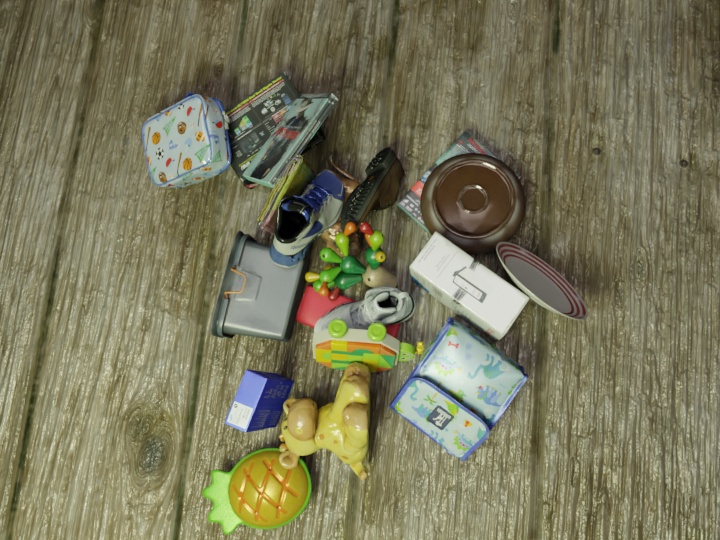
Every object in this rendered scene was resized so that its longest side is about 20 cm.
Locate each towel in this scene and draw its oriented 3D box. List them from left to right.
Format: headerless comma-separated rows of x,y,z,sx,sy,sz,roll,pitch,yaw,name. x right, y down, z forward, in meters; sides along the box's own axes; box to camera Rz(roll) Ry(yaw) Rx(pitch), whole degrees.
-0.130,-0.132,1.191,0.023,0.200,0.144,28,90,8,towel

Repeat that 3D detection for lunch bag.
-0.342,-0.257,1.270,0.199,0.075,0.161,-14,85,32,lunch bag
0.171,0.213,1.144,0.170,0.127,0.200,35,98,7,lunch bag

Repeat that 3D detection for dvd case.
-0.134,-0.246,1.199,0.022,0.146,0.200,39,83,-31,dvd case
0.191,-0.154,1.251,0.146,0.022,0.200,42,87,12,dvd case

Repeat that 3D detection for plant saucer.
0.212,-0.132,1.210,0.199,0.032,0.201,-1,79,5,plant saucer

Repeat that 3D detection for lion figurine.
-0.037,-0.124,1.254,0.122,0.072,0.201,17,77,2,lion figurine

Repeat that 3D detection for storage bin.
-0.183,0.040,1.203,0.134,0.146,0.201,12,80,5,storage bin

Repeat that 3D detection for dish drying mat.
-0.023,0.095,1.237,0.199,0.018,0.077,19,81,9,dish drying mat

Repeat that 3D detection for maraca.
-0.185,0.396,1.150,0.199,0.107,0.138,-17,75,3,maraca

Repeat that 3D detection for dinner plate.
0.316,0.022,1.136,0.200,0.200,0.024,41,115,12,dinner plate

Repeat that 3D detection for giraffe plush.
-0.065,0.271,1.137,0.161,0.173,0.201,1,112,2,giraffe plush

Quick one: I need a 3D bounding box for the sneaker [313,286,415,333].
0.003,0.079,1.168,0.199,0.115,0.075,-19,77,2,sneaker

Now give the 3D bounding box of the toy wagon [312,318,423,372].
0.014,0.142,1.151,0.199,0.155,0.040,5,60,1,toy wagon

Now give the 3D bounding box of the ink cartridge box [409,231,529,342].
0.192,0.033,1.158,0.200,0.146,0.084,36,85,11,ink cartridge box

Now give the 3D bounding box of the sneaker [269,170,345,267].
-0.092,-0.105,1.148,0.080,0.115,0.200,30,67,7,sneaker

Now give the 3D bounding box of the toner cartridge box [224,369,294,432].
-0.174,0.230,1.134,0.043,0.200,0.095,21,82,11,toner cartridge box

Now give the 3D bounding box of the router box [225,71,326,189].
-0.191,-0.283,1.304,0.200,0.062,0.150,-34,78,-1,router box

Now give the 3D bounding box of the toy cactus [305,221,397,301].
0.000,0.000,1.188,0.200,0.164,0.103,-48,34,29,toy cactus

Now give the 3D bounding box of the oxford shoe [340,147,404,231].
0.032,-0.140,1.225,0.084,0.073,0.200,47,61,-26,oxford shoe
